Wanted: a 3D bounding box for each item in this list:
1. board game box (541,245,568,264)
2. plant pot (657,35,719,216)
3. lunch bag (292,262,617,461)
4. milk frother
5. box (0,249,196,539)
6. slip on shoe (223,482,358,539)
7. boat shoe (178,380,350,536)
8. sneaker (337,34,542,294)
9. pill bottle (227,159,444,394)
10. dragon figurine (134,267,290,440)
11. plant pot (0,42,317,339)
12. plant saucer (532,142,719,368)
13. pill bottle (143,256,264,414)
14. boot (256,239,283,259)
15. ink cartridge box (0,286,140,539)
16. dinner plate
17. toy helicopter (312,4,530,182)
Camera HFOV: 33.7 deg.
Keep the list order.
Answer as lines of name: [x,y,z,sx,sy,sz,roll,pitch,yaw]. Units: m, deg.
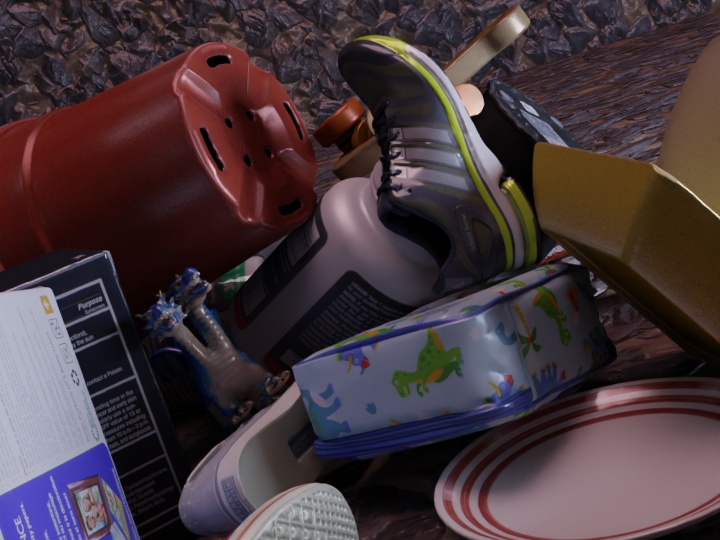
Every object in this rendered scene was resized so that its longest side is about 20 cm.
board game box: [0.126,-0.010,1.178,0.200,0.019,0.103,-19,14,-5]
plant pot: [0.279,-0.045,0.809,0.135,0.200,0.200,-52,15,1]
lunch bag: [0.061,0.058,0.770,0.161,0.083,0.200,-17,0,33]
milk frother: [0.126,-0.016,0.980,0.188,0.180,0.200,-49,34,23]
box: [-0.233,0.111,0.766,0.200,0.199,0.123,-24,14,-27]
slip on shoe: [-0.070,0.171,0.589,0.061,0.074,0.200,-11,19,42]
boat shoe: [-0.053,0.115,0.783,0.071,0.070,0.201,-24,3,28]
sneaker: [0.038,-0.073,0.795,0.081,0.200,0.074,-29,-17,-18]
pill bottle: [0.000,0.000,0.911,0.200,0.120,0.120,-45,-2,29]
dragon figurine: [-0.103,0.067,0.820,0.059,0.099,0.200,-41,-13,-18]
plant pot: [-0.150,-0.063,0.895,0.195,0.201,0.201,-24,8,31]
plant saucer: [0.195,0.007,0.722,0.048,0.200,0.200,-52,14,1]
pill bottle: [-0.165,0.067,1.044,0.200,0.113,0.113,-17,13,5]
boot: [-0.126,-0.015,1.171,0.069,0.200,0.174,-6,24,27]
ink cartridge box: [-0.179,0.108,0.605,0.043,0.198,0.200,-19,-1,6]
dinner plate: [0.139,0.109,0.656,0.200,0.024,0.200,-17,14,4]
toy helicopter: [0.056,-0.141,0.940,0.200,0.079,0.132,-42,7,-2]
